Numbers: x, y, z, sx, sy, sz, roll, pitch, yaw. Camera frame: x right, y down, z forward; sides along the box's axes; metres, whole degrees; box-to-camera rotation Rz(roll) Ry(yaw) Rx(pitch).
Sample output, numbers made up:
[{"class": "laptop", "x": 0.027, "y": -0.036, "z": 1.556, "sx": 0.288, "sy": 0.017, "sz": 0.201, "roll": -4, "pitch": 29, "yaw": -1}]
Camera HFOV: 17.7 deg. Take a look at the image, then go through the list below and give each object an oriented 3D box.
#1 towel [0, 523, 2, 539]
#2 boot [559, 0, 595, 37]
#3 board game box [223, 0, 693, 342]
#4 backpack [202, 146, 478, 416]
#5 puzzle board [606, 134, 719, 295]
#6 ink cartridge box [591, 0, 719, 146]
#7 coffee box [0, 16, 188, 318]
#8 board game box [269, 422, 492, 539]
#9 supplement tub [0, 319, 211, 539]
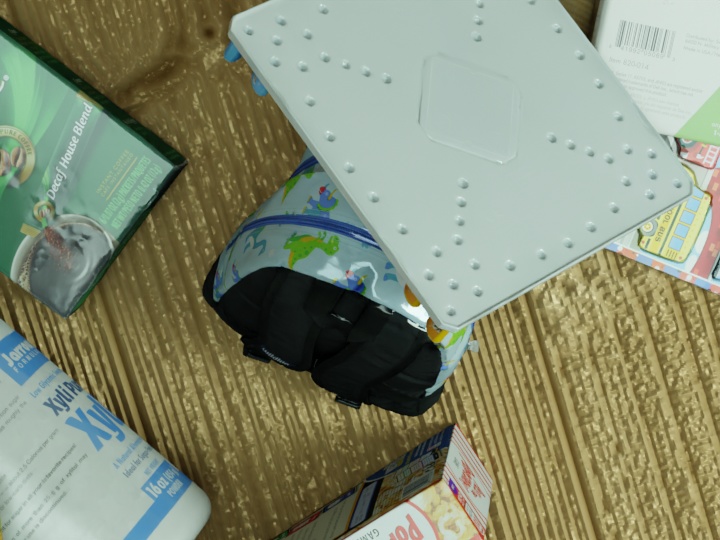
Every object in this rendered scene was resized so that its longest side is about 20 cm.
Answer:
[{"class": "towel", "x": -0.240, "y": 0.189, "z": 1.336, "sx": 0.086, "sy": 0.018, "sz": 0.201, "roll": 16, "pitch": 128, "yaw": 21}, {"class": "boot", "x": 0.030, "y": -0.120, "z": 1.337, "sx": 0.201, "sy": 0.071, "sz": 0.145, "roll": 20, "pitch": 89, "yaw": -6}, {"class": "board game box", "x": 0.053, "y": -0.080, "z": 1.228, "sx": 0.200, "sy": 0.200, "sz": 0.026, "roll": 54, "pitch": 143, "yaw": 11}, {"class": "backpack", "x": 0.000, "y": 0.000, "z": 1.297, "sx": 0.163, "sy": 0.200, "sz": 0.154, "roll": 29, "pitch": 89, "yaw": 1}, {"class": "puzzle board", "x": 0.209, "y": -0.094, "z": 1.358, "sx": 0.150, "sy": 0.017, "sz": 0.201, "roll": 22, "pitch": 99, "yaw": 2}, {"class": "ink cartridge box", "x": 0.200, "y": -0.175, "z": 1.306, "sx": 0.117, "sy": 0.067, "sz": 0.201, "roll": 13, "pitch": 98, "yaw": 3}, {"class": "coffee box", "x": -0.219, "y": -0.077, "z": 1.384, "sx": 0.200, "sy": 0.044, "sz": 0.123, "roll": 38, "pitch": 100, "yaw": 0}, {"class": "board game box", "x": -0.020, "y": 0.173, "z": 1.348, "sx": 0.200, "sy": 0.152, "sz": 0.046, "roll": -33, "pitch": 94, "yaw": 9}, {"class": "supplement tub", "x": -0.200, "y": 0.124, "z": 1.367, "sx": 0.200, "sy": 0.132, "sz": 0.132, "roll": 41, "pitch": 99, "yaw": -2}]
